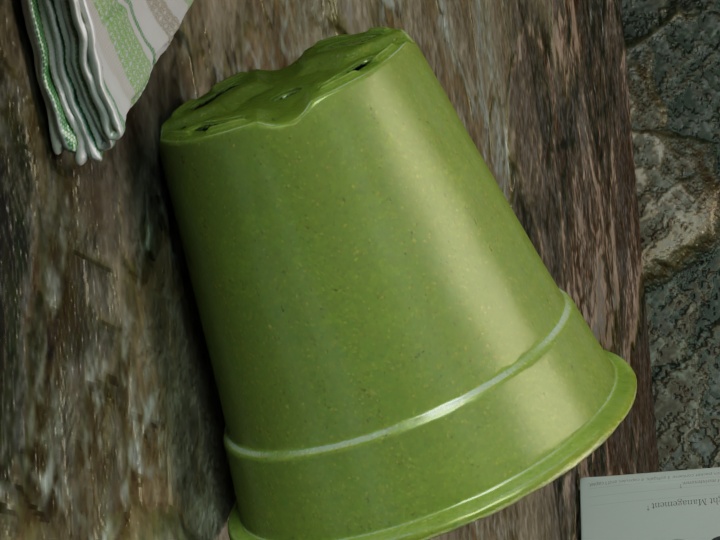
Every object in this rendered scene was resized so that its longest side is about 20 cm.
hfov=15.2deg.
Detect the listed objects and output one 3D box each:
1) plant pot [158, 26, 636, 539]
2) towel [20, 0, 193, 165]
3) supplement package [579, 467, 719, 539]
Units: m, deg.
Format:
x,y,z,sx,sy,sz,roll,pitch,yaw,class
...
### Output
x,y,z,sx,sy,sz,roll,pitch,yaw,class
0.000,0.000,1.204,0.200,0.199,0.191,-64,135,-68,plant pot
-0.103,-0.147,1.106,0.200,0.031,0.150,-70,153,-64,towel
0.298,0.293,2.374,0.147,0.190,0.201,62,24,-58,supplement package
